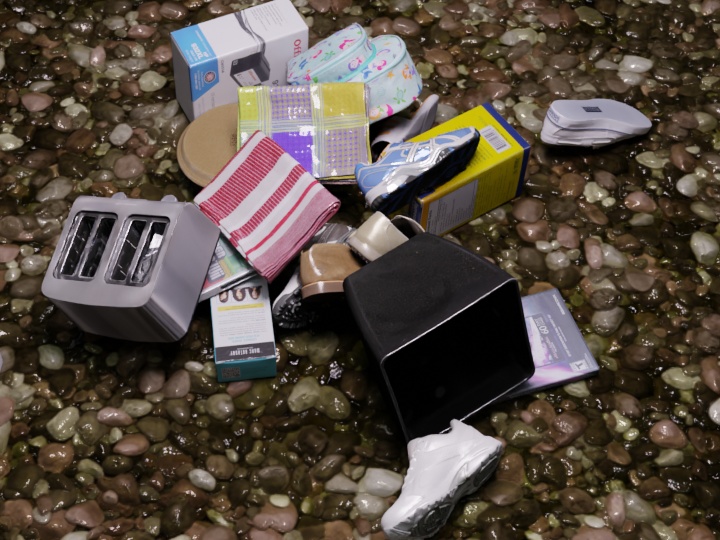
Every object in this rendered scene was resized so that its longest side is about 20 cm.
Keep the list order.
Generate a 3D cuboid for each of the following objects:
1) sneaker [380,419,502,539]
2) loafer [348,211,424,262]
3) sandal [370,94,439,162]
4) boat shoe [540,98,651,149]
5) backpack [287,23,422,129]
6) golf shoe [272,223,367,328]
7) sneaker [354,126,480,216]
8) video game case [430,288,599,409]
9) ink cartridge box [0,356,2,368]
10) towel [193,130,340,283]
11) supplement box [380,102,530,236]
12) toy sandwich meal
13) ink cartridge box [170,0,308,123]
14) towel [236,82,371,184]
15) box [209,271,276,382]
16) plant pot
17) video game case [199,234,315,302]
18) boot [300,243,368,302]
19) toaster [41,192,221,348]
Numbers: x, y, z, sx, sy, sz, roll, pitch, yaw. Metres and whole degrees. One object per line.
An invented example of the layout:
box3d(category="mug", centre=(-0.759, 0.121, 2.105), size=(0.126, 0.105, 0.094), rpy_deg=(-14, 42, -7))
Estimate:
box3d(category="sneaker", centre=(0.084, 0.260, 1.514), size=(0.099, 0.078, 0.199), rpy_deg=(34, 49, 28))
box3d(category="loafer", centre=(0.068, -0.033, 1.669), size=(0.076, 0.069, 0.199), rpy_deg=(43, 18, 33))
box3d(category="sandal", centre=(0.056, -0.206, 1.859), size=(0.059, 0.080, 0.207), rpy_deg=(22, 47, 15))
box3d(category="boat shoe", centre=(0.363, -0.224, 1.891), size=(0.198, 0.066, 0.074), rpy_deg=(2, 42, -28))
box3d(category="backpack", centre=(-0.012, -0.277, 1.812), size=(0.199, 0.151, 0.178), rpy_deg=(-20, 24, 8))
box3d(category="golf shoe", centre=(-0.072, 0.004, 1.698), size=(0.094, 0.078, 0.200), rpy_deg=(25, 47, 26))
box3d(category="sneaker", centre=(0.081, -0.155, 1.680), size=(0.199, 0.076, 0.077), rpy_deg=(-29, 64, -22))
box3d(category="video game case", centre=(0.208, 0.107, 1.663), size=(0.198, 0.019, 0.144), rpy_deg=(-14, 55, -14))
box3d(category="ink cartridge box", centre=(-0.574, 0.148, 1.548), size=(0.198, 0.083, 0.147), rpy_deg=(4, 52, 0))
box3d(category="towel", centre=(-0.132, -0.093, 1.655), size=(0.144, 0.023, 0.200), rpy_deg=(-47, 54, 1))
box3d(category="supplement box", centre=(0.136, -0.141, 1.788), size=(0.199, 0.109, 0.110), rpy_deg=(-27, 59, -21))
box3d(category="toy sandwich meal", centre=(-0.177, -0.168, 1.822), size=(0.203, 0.071, 0.206), rpy_deg=(-1, 50, 1))
box3d(category="ink cartridge box", centre=(-0.184, -0.319, 1.882), size=(0.199, 0.146, 0.084), rpy_deg=(-22, 57, -18))
box3d(category="towel", centre=(-0.079, -0.195, 1.721), size=(0.198, 0.023, 0.145), rpy_deg=(1, 88, 7))
box3d(category="box", centre=(-0.164, 0.053, 1.663), size=(0.081, 0.049, 0.201), rpy_deg=(-5, 53, -6))
box3d(category="plant pot", centre=(0.085, 0.073, 1.568), size=(0.199, 0.200, 0.178), rpy_deg=(-31, 47, -11))
box3d(category="video game case", centre=(-0.181, -0.044, 1.689), size=(0.199, 0.018, 0.143), rpy_deg=(-26, 55, -13))
box3d(category="boot", centre=(0.000, 0.000, 1.650), size=(0.199, 0.073, 0.076), rpy_deg=(2, 71, -43))
box3d(category="toaster", centre=(-0.304, 0.000, 1.599), size=(0.179, 0.119, 0.201), rpy_deg=(5, 65, 25))
